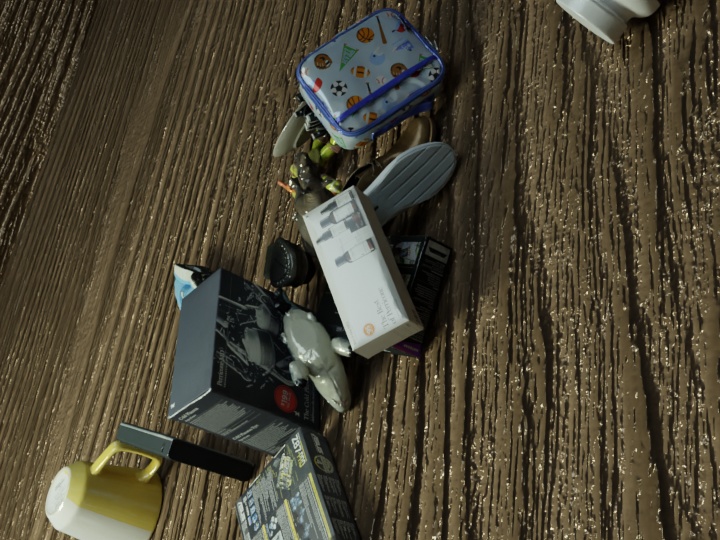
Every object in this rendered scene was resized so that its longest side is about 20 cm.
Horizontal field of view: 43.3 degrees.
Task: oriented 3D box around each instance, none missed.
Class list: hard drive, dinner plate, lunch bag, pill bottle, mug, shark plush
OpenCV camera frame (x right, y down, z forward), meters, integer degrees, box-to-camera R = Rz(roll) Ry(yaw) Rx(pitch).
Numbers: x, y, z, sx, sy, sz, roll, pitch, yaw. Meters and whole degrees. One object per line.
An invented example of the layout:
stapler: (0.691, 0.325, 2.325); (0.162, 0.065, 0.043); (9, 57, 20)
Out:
hard drive: (-0.269, 0.273, 1.369); (0.200, 0.139, 0.033); (-3, 66, 54)
dinner plate: (-0.075, -0.264, 1.510); (0.200, 0.024, 0.200); (-53, -1, -1)
lunch bag: (0.021, -0.275, 1.303); (0.200, 0.076, 0.160); (-34, 74, -9)
pill bottle: (0.316, -0.361, 1.014); (0.200, 0.113, 0.113); (-53, 34, 17)
mug: (-0.429, 0.372, 1.517); (0.149, 0.153, 0.187); (-3, 65, 55)
shark plush: (-0.078, 0.104, 1.225); (0.091, 0.083, 0.200); (-41, 56, -12)

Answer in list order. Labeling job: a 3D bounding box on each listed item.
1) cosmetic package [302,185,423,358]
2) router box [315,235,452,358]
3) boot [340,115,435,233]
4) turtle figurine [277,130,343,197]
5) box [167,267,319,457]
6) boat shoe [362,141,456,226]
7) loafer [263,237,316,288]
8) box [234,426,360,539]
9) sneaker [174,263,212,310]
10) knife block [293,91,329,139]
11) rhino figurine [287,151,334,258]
cosmetic package: (0.000, 0.000, 1.125); (0.082, 0.051, 0.200); (-31, 62, 17)
router box: (0.023, 0.030, 1.209); (0.200, 0.051, 0.150); (4, 72, 56)
boot: (0.037, -0.139, 1.291); (0.200, 0.075, 0.074); (-59, 31, 4)
turtle figurine: (-0.077, -0.179, 1.488); (0.162, 0.064, 0.200); (-62, 31, 1)
box: (-0.158, 0.131, 1.273); (0.104, 0.182, 0.200); (-36, 42, 36)
boat shoe: (0.039, -0.107, 1.227); (0.200, 0.072, 0.062); (-36, 17, -5)
loafer: (-0.099, -0.012, 1.356); (0.200, 0.071, 0.073); (-156, 73, -76)
box: (-0.085, 0.325, 1.157); (0.161, 0.049, 0.200); (-53, 33, 19)
sneaker: (-0.286, 0.049, 1.638); (0.200, 0.078, 0.090); (27, 109, 61)
knife block: (-0.008, -0.286, 1.373); (0.200, 0.175, 0.064); (-43, 81, 28)
rhino figurine: (-0.063, -0.092, 1.252); (0.060, 0.200, 0.088); (-18, 56, -9)
